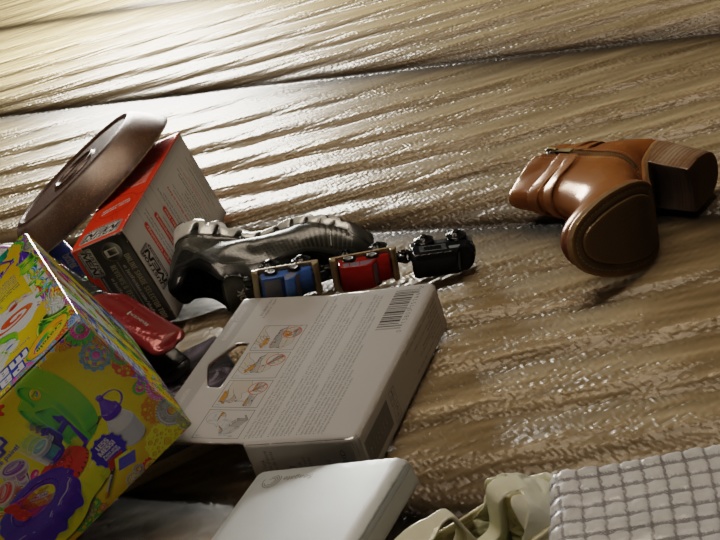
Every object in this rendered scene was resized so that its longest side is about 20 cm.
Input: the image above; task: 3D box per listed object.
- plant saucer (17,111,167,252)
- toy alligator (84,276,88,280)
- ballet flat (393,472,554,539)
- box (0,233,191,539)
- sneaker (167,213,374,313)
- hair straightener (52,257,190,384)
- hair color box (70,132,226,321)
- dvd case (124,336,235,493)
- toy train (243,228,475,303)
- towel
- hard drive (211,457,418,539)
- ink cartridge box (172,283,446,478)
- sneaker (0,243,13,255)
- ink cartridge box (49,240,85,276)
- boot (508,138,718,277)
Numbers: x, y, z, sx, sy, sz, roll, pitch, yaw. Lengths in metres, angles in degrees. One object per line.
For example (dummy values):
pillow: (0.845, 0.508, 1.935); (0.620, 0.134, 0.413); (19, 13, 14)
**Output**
plant saucer: (-0.270, -0.090, 1.424); (0.200, 0.035, 0.201); (-39, 18, 15)
toy alligator: (-0.279, 0.079, 1.277); (0.054, 0.059, 0.201); (-55, 10, 37)
ballet flat: (0.074, 0.161, 0.867); (0.199, 0.070, 0.069); (-28, 28, -16)
box: (-0.257, 0.108, 1.058); (0.200, 0.122, 0.193); (-44, 30, -3)
sneaker: (-0.083, 0.001, 1.277); (0.198, 0.067, 0.091); (0, 47, 19)
hair straightener: (-0.222, 0.048, 1.233); (0.199, 0.077, 0.041); (24, 51, 29)
hair color box: (-0.195, -0.037, 1.369); (0.061, 0.102, 0.200); (-21, 24, 19)
dvd case: (-0.184, 0.126, 1.158); (0.199, 0.016, 0.149); (-26, 28, -11)
toy train: (0.000, 0.000, 1.222); (0.198, 0.034, 0.046); (-9, 27, -1)
towel: (0.198, 0.172, 0.750); (0.198, 0.086, 0.166); (-12, 29, 11)
hard drive: (-0.058, 0.196, 0.916); (0.131, 0.027, 0.200); (-11, 26, 35)
ink cartridge box: (-0.044, 0.085, 1.110); (0.175, 0.045, 0.200); (-5, 30, 25)
sneaker: (-0.343, 0.077, 1.306); (0.074, 0.100, 0.201); (23, 69, 29)
ink cartridge box: (-0.337, 0.022, 1.432); (0.199, 0.042, 0.119); (-26, 28, -16)
boot: (0.181, -0.060, 1.193); (0.154, 0.077, 0.200); (10, 36, 41)
